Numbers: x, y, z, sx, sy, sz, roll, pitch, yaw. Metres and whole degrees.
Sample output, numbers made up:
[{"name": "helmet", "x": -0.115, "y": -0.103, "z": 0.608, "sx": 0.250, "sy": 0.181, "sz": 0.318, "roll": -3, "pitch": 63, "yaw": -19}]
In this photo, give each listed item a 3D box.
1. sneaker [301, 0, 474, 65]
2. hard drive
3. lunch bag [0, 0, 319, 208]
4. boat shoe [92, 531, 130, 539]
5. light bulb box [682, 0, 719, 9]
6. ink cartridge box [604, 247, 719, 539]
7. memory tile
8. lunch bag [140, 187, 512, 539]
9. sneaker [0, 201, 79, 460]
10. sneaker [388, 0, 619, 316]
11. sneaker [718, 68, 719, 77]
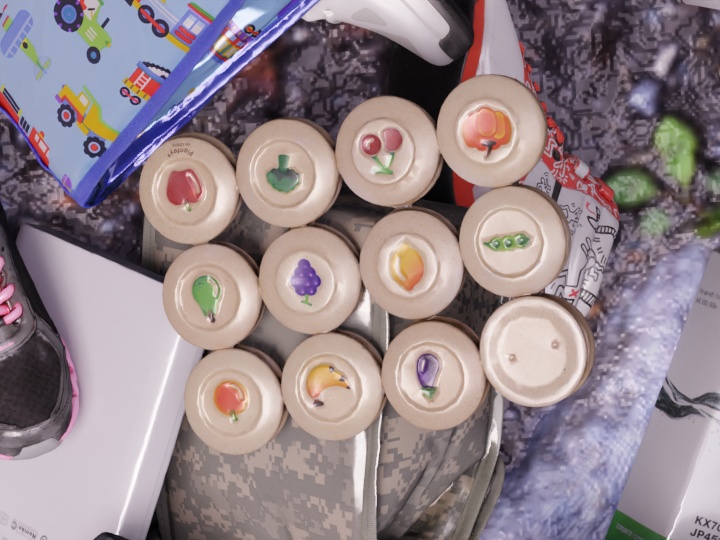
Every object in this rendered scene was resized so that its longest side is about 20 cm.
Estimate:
[{"name": "sneaker", "x": -0.048, "y": -0.139, "z": 1.384, "sx": 0.200, "sy": 0.076, "sz": 0.115, "roll": 37, "pitch": 98, "yaw": 5}, {"name": "hard drive", "x": -0.147, "y": 0.090, "z": 1.362, "sx": 0.027, "sy": 0.132, "sz": 0.200, "roll": 12, "pitch": 97, "yaw": -48}, {"name": "lunch bag", "x": -0.123, "y": -0.138, "z": 1.321, "sx": 0.200, "sy": 0.094, "sz": 0.151, "roll": -44, "pitch": 77, "yaw": 21}, {"name": "boat shoe", "x": -0.060, "y": 0.174, "z": 1.328, "sx": 0.200, "sy": 0.076, "sz": 0.060, "roll": 22, "pitch": 99, "yaw": -47}, {"name": "light bulb box", "x": 0.168, "y": -0.236, "z": 1.364, "sx": 0.125, "sy": 0.198, "sz": 0.200, "roll": -46, "pitch": 105, "yaw": -3}, {"name": "ink cartridge box", "x": 0.228, "y": 0.104, "z": 1.478, "sx": 0.146, "sy": 0.083, "sz": 0.200, "roll": 19, "pitch": 92, "yaw": -15}, {"name": "memory tile", "x": 0.000, "y": 0.000, "z": 1.262, "sx": 0.200, "sy": 0.017, "sz": 0.154, "roll": -10, "pitch": 92, "yaw": 21}, {"name": "lunch bag", "x": -0.018, "y": 0.062, "z": 1.362, "sx": 0.118, "sy": 0.164, "sz": 0.200, "roll": -4, "pitch": 100, "yaw": -49}, {"name": "sneaker", "x": -0.191, "y": -0.006, "z": 1.319, "sx": 0.079, "sy": 0.095, "sz": 0.200, "roll": -21, "pitch": 71, "yaw": -15}, {"name": "sneaker", "x": 0.076, "y": -0.066, "z": 1.436, "sx": 0.108, "sy": 0.067, "sz": 0.202, "roll": 7, "pitch": 78, "yaw": -38}, {"name": "sneaker", "x": 0.275, "y": -0.089, "z": 1.483, "sx": 0.200, "sy": 0.067, "sz": 0.090, "roll": 32, "pitch": 106, "yaw": -22}]
